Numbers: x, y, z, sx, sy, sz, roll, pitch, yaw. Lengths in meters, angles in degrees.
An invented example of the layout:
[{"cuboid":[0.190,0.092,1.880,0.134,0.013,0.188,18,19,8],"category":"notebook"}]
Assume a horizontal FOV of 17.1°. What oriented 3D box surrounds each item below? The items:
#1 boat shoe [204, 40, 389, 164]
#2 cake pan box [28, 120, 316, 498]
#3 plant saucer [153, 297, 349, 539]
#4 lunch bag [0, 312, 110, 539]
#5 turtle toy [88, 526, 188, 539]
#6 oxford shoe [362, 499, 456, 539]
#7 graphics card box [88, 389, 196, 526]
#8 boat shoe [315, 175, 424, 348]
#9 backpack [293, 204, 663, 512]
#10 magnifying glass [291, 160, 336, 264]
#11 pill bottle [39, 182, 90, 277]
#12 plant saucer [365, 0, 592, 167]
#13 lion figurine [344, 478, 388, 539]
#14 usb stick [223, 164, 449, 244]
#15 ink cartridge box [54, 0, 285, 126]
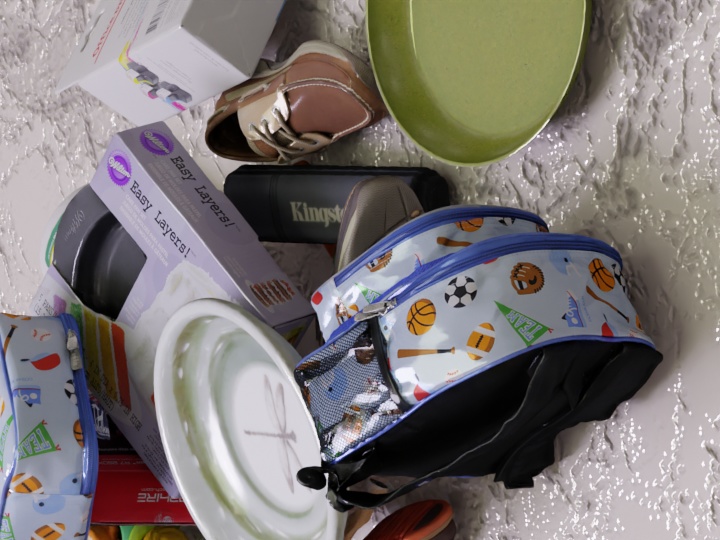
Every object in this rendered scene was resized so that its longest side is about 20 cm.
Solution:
[{"cuboid":[-0.045,-0.105,1.646,0.076,0.072,0.200,42,159,-19],"category":"boat shoe"},{"cuboid":[-0.136,0.025,1.664,0.200,0.052,0.185,51,129,22],"category":"cake pan box"},{"cuboid":[-0.060,0.109,1.543,0.200,0.050,0.201,29,128,44],"category":"plant saucer"},{"cuboid":[-0.232,0.128,1.688,0.161,0.075,0.201,-106,25,-43],"category":"lunch bag"},{"cuboid":[-0.183,0.189,1.858,0.146,0.100,0.201,111,169,-49],"category":"turtle toy"},{"cuboid":[0.015,0.220,1.650,0.073,0.071,0.200,49,137,1],"category":"oxford shoe"},{"cuboid":[-0.163,0.116,1.784,0.200,0.125,0.051,-122,39,-57],"category":"graphics card box"},{"cuboid":[-0.001,0.031,1.586,0.073,0.074,0.201,29,121,51],"category":"boat shoe"},{"cuboid":[0.075,0.046,1.433,0.190,0.199,0.155,-28,73,39],"category":"backpack"},{"cuboid":[0.000,0.000,1.664,0.200,0.022,0.080,55,137,32],"category":"magnifying glass"},{"cuboid":[-0.150,0.017,1.799,0.200,0.112,0.113,37,124,47],"category":"pill bottle"},{"cuboid":[0.079,-0.165,1.500,0.199,0.031,0.201,4,95,50],"category":"plant saucer"},{"cuboid":[-0.040,0.173,1.652,0.123,0.072,0.200,-62,4,5],"category":"lion figurine"},{"cuboid":[-0.019,-0.045,1.642,0.199,0.032,0.056,3,99,44],"category":"usb stick"},{"cuboid":[-0.133,-0.177,1.742,0.200,0.068,0.116,-18,43,55],"category":"ink cartridge box"}]
